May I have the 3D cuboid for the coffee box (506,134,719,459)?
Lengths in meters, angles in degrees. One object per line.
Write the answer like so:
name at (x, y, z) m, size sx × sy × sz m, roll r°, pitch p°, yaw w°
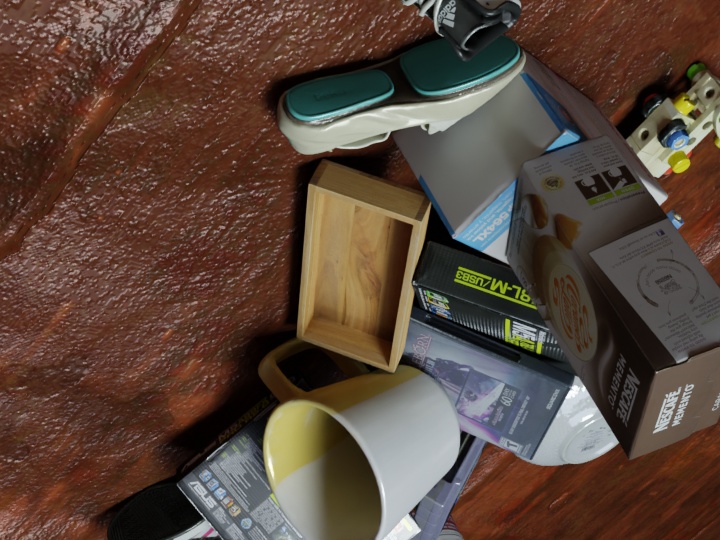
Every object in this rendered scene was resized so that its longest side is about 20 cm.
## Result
coffee box at (0.189, 0.016, 0.931) m, size 0.079 × 0.201 × 0.115 m, roll -18°, pitch 143°, yaw -14°

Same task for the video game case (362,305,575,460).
video game case at (0.091, 0.102, 1.205) m, size 0.197 × 0.019 × 0.144 m, roll 22°, pitch 144°, yaw 6°

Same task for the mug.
mug at (0.008, 0.142, 1.160) m, size 0.148 × 0.189 × 0.152 m, roll -12°, pitch -171°, yaw 46°

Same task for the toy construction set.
toy construction set at (0.299, -0.105, 1.185) m, size 0.130 × 0.092 × 0.202 m, roll 11°, pitch 118°, yaw -42°

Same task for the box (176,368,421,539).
box at (-0.061, 0.226, 1.249) m, size 0.160 × 0.044 × 0.201 m, roll -39°, pitch 103°, yaw -3°

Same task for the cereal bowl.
cereal bowl at (0.258, 0.163, 1.482) m, size 0.197 × 0.084 × 0.202 m, roll -19°, pitch 143°, yaw -15°

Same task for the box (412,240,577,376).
box at (0.147, 0.043, 1.137) m, size 0.200 × 0.191 × 0.048 m, roll 65°, pitch 48°, yaw -77°

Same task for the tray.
tray at (0.000, 0.000, 1.098) m, size 0.097 × 0.037 × 0.201 m, roll 19°, pitch 140°, yaw 9°

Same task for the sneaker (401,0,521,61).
sneaker at (0.038, -0.208, 0.846) m, size 0.199 × 0.116 × 0.076 m, roll 9°, pitch 131°, yaw -40°

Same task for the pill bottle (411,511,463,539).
pill bottle at (0.068, 0.332, 1.454) m, size 0.111 × 0.201 × 0.114 m, roll -18°, pitch 144°, yaw -14°

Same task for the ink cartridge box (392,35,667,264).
ink cartridge box at (0.150, -0.083, 1.065) m, size 0.125 × 0.129 × 0.199 m, roll -44°, pitch 141°, yaw 20°

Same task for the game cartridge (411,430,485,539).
game cartridge at (0.108, 0.202, 1.363) m, size 0.201 × 0.038 × 0.131 m, roll -56°, pitch 163°, yaw -37°

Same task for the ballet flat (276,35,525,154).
ballet flat at (0.032, -0.132, 0.982) m, size 0.197 × 0.070 × 0.070 m, roll -13°, pitch 143°, yaw -7°

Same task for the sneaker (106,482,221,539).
sneaker at (-0.157, 0.264, 1.324) m, size 0.198 × 0.084 × 0.122 m, roll -23°, pitch 135°, yaw -10°

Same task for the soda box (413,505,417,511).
soda box at (0.064, 0.168, 1.347) m, size 0.067 × 0.064 × 0.202 m, roll 22°, pitch 135°, yaw 6°
